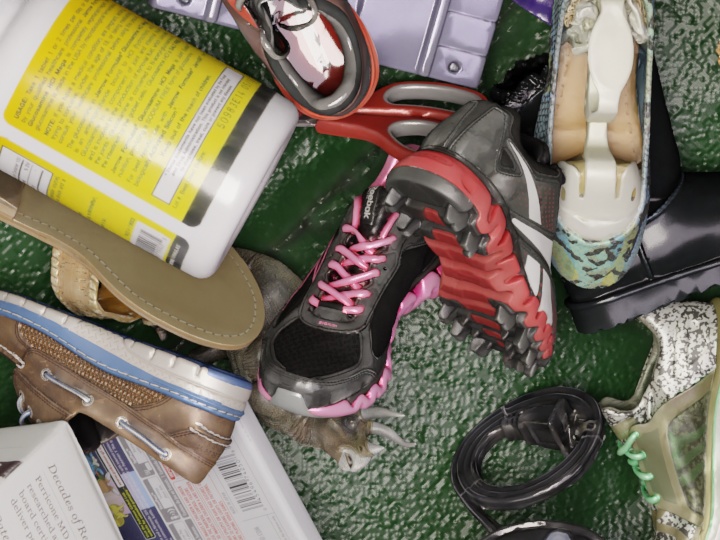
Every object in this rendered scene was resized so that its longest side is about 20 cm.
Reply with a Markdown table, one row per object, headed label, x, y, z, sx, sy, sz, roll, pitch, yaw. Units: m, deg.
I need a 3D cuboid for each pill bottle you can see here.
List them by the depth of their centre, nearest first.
| label | x | y | z | sx | sy | sz | roll | pitch | yaw |
| --- | --- | --- | --- | --- | --- | --- | --- | --- | --- |
| pill bottle | -0.144 | -0.089 | 1.505 | 0.200 | 0.112 | 0.113 | 29 | 99 | -1 |

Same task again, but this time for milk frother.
| label | x | y | z | sx | sy | sz | roll | pitch | yaw |
| --- | --- | --- | --- | --- | --- | --- | --- | --- | --- |
| milk frother | 0.118 | 0.203 | 1.644 | 0.200 | 0.180 | 0.188 | -50 | 149 | -23 |

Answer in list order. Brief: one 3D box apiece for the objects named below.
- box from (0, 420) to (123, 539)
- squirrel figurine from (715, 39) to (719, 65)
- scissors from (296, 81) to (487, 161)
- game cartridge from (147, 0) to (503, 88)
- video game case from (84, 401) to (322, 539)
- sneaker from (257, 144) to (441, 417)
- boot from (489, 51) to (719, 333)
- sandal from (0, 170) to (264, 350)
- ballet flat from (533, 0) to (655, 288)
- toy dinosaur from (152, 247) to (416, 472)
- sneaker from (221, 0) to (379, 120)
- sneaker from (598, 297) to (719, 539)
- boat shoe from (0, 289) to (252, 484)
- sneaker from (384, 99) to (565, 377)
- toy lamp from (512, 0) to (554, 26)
| label | x | y | z | sx | sy | sz | roll | pitch | yaw |
| --- | --- | --- | --- | --- | --- | --- | --- | --- | --- |
| box | -0.231 | 0.207 | 1.527 | 0.199 | 0.131 | 0.200 | -10 | 112 | 36 |
| squirrel figurine | 0.291 | -0.091 | 1.567 | 0.200 | 0.142 | 0.187 | 28 | 77 | 1 |
| scissors | -0.025 | -0.092 | 1.575 | 0.199 | 0.073 | 0.014 | 8 | 133 | 16 |
| game cartridge | -0.010 | -0.189 | 1.556 | 0.200 | 0.038 | 0.130 | 13 | 107 | -14 |
| video game case | -0.106 | 0.172 | 1.601 | 0.182 | 0.023 | 0.200 | -18 | 111 | 27 |
| sneaker | 0.000 | 0.000 | 1.529 | 0.079 | 0.200 | 0.096 | 17 | 132 | 17 |
| boot | 0.178 | -0.069 | 1.608 | 0.198 | 0.073 | 0.163 | -22 | 102 | -5 |
| sandal | -0.153 | -0.008 | 1.562 | 0.211 | 0.078 | 0.070 | 32 | 140 | 2 |
| ballet flat | 0.132 | -0.081 | 1.530 | 0.074 | 0.074 | 0.201 | -4 | 105 | -9 |
| toy dinosaur | -0.057 | 0.043 | 1.598 | 0.102 | 0.077 | 0.200 | -30 | 78 | -2 |
| sneaker | -0.051 | -0.170 | 1.490 | 0.077 | 0.082 | 0.200 | -35 | 99 | 7 |
| sneaker | 0.182 | 0.103 | 1.658 | 0.088 | 0.077 | 0.201 | 10 | 96 | -6 |
| boat shoe | -0.158 | 0.064 | 1.526 | 0.072 | 0.200 | 0.073 | 26 | 83 | -57 |
| sneaker | 0.080 | -0.020 | 1.525 | 0.098 | 0.071 | 0.201 | -56 | 145 | -23 |
| toy lamp | 0.159 | -0.227 | 1.563 | 0.058 | 0.058 | 0.200 | 30 | 98 | -17 |
